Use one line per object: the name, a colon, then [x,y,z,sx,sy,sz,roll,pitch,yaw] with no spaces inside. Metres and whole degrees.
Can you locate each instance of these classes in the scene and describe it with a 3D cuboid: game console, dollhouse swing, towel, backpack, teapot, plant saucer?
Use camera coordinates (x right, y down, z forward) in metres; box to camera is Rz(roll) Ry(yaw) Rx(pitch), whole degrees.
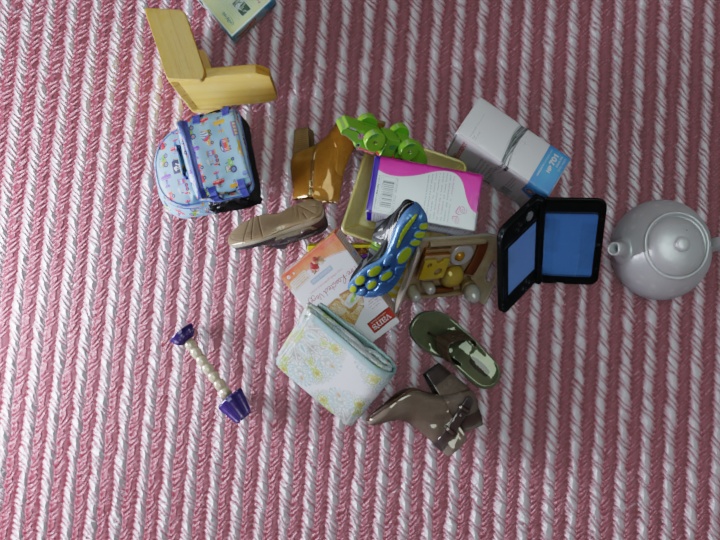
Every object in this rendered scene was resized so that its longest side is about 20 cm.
game console: [0.335,-0.022,1.286,0.115,0.203,0.175,29,55,36]
dollhouse swing: [-0.263,-0.391,1.323,0.171,0.200,0.186,-20,86,-1]
towel: [-0.050,0.169,1.317,0.199,0.048,0.172,39,129,4]
backpack: [-0.296,-0.194,1.344,0.194,0.135,0.188,-11,85,2]
teapot: [0.567,-0.042,1.330,0.197,0.146,0.201,42,86,2]
plant saucer: [0.082,-0.136,1.383,0.195,0.048,0.205,18,86,0]

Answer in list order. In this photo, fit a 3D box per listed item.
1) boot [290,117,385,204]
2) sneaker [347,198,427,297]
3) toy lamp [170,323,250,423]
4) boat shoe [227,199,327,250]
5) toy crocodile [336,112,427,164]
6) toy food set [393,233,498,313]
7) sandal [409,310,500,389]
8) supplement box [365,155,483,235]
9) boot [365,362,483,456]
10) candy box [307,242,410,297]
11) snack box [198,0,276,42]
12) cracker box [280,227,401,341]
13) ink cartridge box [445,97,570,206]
boot: [-0.041,-0.202,1.363,0.196,0.070,0.149,-5,86,22]
sneaker: [0.047,-0.035,1.247,0.070,0.083,0.201,25,115,-22]
toy lamp: [-0.277,0.195,1.352,0.058,0.058,0.201,-39,87,-3]
boat shoe: [-0.153,-0.071,1.367,0.195,0.066,0.073,-19,41,10]
toy crocodile: [0.041,-0.229,1.297,0.196,0.068,0.062,9,128,-35]
toy food set: [0.163,0.013,1.299,0.195,0.146,0.061,-5,44,-26]
sandal: [0.182,0.144,1.357,0.199,0.057,0.081,35,86,2]
supplement box: [0.113,-0.130,1.308,0.194,0.103,0.104,11,85,2]
boot: [0.126,0.277,1.343,0.198,0.070,0.148,-34,89,-2]
candy box: [0.000,0.000,1.357,0.194,0.026,0.105,-1,107,8]
snack box: [-0.270,-0.562,1.418,0.116,0.037,0.201,-41,87,-3]
cracker box: [-0.034,0.045,1.329,0.133,0.058,0.202,-36,98,15]
ink cartridge box: [0.267,-0.210,1.339,0.198,0.146,0.087,36,84,2]
